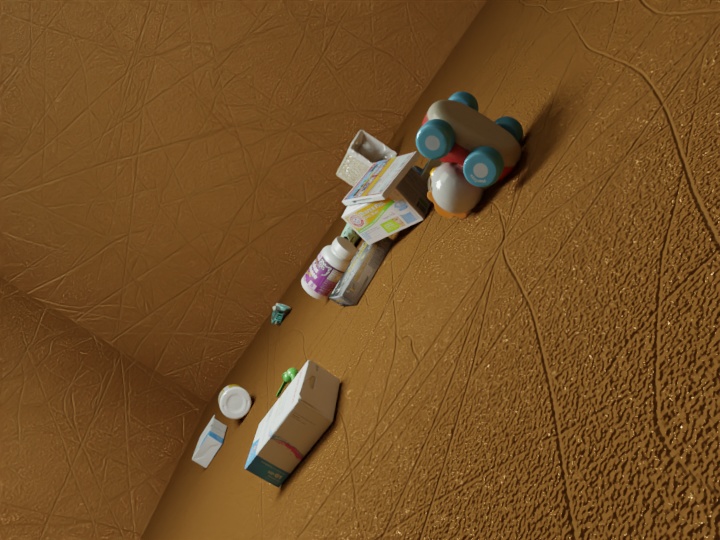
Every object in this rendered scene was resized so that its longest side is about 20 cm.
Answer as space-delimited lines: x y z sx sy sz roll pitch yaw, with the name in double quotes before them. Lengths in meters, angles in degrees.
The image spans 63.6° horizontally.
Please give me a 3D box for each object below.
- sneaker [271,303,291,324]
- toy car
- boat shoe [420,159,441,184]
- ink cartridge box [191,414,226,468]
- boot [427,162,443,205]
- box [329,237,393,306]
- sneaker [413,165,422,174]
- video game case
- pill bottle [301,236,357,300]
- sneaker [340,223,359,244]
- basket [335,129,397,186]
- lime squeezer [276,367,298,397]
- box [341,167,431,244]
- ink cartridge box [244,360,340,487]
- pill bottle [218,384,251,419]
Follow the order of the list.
"sneaker" -0.380 0.210 2.738 0.200 0.077 0.092 141 145 -71
"toy car" 0.166 -0.178 1.030 0.185 0.176 0.201 -52 -10 -49
"boat shoe" 0.201 -0.271 1.388 0.200 0.072 0.062 -54 12 45
"ink cartridge box" -0.576 0.652 2.236 0.116 0.066 0.200 -56 10 4
"boot" 0.195 -0.196 1.202 0.075 0.074 0.201 -33 21 42
"box" 0.000 0.000 1.566 0.201 0.048 0.158 -59 10 -11
"sneaker" 0.113 -0.200 1.645 0.200 0.074 0.087 -51 -2 -3
"video game case" 0.046 -0.219 1.398 0.143 0.017 0.200 -52 23 -17
"pill bottle" -0.099 -0.009 1.894 0.200 0.112 0.112 -53 10 22
"sneaker" -0.016 -0.151 2.045 0.202 0.073 0.118 -64 1 18
"basket" 0.022 -0.456 2.482 0.161 0.199 0.199 -51 11 40
"lime squeezer" -0.195 0.308 1.609 0.200 0.037 0.071 144 126 -62
"box" 0.066 -0.162 1.438 0.199 0.112 0.102 -24 31 45
"ink cartridge box" -0.130 0.299 1.144 0.201 0.084 0.145 -54 10 21
"pill bottle" -0.461 0.474 2.118 0.112 0.111 0.200 -59 10 -14
